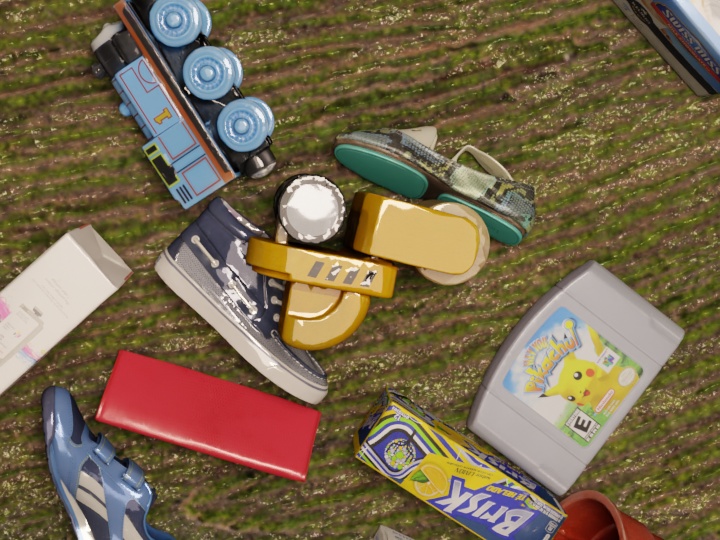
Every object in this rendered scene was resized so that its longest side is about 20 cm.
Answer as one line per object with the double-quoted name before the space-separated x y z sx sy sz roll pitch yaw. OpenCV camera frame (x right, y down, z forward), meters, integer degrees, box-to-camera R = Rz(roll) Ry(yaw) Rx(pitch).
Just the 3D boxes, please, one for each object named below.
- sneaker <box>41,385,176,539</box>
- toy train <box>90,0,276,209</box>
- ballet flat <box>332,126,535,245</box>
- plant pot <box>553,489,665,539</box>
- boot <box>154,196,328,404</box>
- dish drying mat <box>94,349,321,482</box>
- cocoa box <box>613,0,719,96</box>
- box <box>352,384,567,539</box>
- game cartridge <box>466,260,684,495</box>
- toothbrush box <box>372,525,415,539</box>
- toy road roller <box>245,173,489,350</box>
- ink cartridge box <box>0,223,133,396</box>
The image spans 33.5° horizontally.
"sneaker" -0.235 0.192 1.101 0.082 0.074 0.201 -21 103 -6
"toy train" -0.158 -0.156 1.062 0.114 0.087 0.201 -32 97 6
"ballet flat" 0.072 -0.093 1.101 0.199 0.074 0.075 27 94 -8
"plant pot" 0.263 0.331 1.098 0.194 0.201 0.202 24 94 -15
"boot" -0.087 0.028 1.089 0.200 0.073 0.090 42 98 -6
"dish drying mat" -0.138 0.135 1.108 0.199 0.018 0.077 18 52 -6
"cocoa box" 0.351 -0.271 1.060 0.200 0.131 0.133 -43 97 1
"box" 0.091 0.193 1.122 0.199 0.070 0.064 33 95 -6
"game cartridge" 0.198 0.098 1.138 0.133 0.040 0.200 36 92 -3
"toothbrush box" 0.044 0.367 1.130 0.146 0.085 0.201 26 92 -6
"toy road roller" 0.000 0.000 1.033 0.199 0.123 0.147 11 94 -7
"ink cartridge box" -0.301 0.051 1.056 0.200 0.116 0.068 -41 97 2
